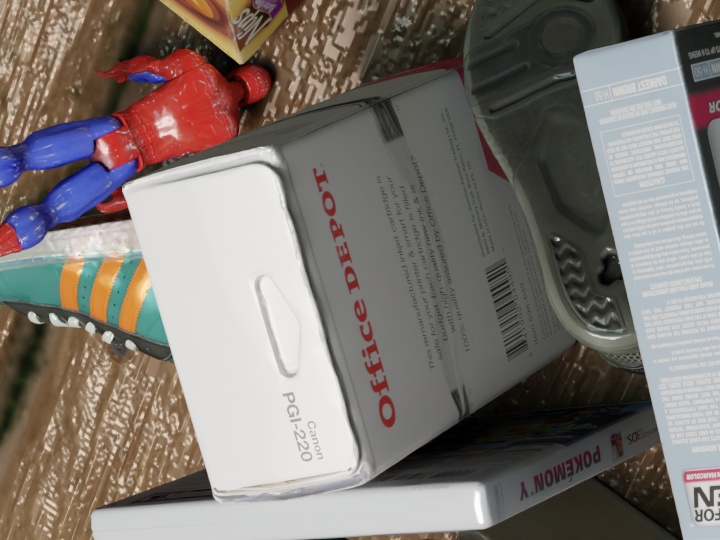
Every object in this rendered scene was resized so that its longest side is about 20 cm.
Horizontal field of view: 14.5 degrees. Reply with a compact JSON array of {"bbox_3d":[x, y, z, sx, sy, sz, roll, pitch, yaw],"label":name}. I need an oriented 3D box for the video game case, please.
[{"bbox_3d":[0.011,0.092,1.261,0.199,0.182,0.023,-7,95,31],"label":"video game case"}]

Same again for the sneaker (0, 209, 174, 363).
[{"bbox_3d":[-0.108,0.012,1.370,0.199,0.071,0.080,-6,98,29],"label":"sneaker"}]

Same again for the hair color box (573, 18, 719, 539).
[{"bbox_3d":[0.159,-0.001,1.132,0.060,0.099,0.201,-10,94,50],"label":"hair color box"}]

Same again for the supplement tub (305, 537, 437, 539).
[{"bbox_3d":[0.055,0.180,1.183,0.199,0.107,0.107,24,115,22],"label":"supplement tub"}]

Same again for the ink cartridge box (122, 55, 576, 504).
[{"bbox_3d":[0.000,0.000,1.228,0.084,0.200,0.146,-12,99,32],"label":"ink cartridge box"}]

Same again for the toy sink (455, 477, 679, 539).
[{"bbox_3d":[0.078,0.212,1.300,0.130,0.112,0.201,36,119,16],"label":"toy sink"}]

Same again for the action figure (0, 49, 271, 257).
[{"bbox_3d":[-0.134,-0.051,1.316,0.099,0.199,0.066,-7,107,62],"label":"action figure"}]

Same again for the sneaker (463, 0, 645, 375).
[{"bbox_3d":[0.102,-0.042,1.234,0.076,0.114,0.200,-22,65,8],"label":"sneaker"}]

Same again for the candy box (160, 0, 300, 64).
[{"bbox_3d":[-0.116,-0.192,1.285,0.200,0.117,0.057,38,78,13],"label":"candy box"}]
